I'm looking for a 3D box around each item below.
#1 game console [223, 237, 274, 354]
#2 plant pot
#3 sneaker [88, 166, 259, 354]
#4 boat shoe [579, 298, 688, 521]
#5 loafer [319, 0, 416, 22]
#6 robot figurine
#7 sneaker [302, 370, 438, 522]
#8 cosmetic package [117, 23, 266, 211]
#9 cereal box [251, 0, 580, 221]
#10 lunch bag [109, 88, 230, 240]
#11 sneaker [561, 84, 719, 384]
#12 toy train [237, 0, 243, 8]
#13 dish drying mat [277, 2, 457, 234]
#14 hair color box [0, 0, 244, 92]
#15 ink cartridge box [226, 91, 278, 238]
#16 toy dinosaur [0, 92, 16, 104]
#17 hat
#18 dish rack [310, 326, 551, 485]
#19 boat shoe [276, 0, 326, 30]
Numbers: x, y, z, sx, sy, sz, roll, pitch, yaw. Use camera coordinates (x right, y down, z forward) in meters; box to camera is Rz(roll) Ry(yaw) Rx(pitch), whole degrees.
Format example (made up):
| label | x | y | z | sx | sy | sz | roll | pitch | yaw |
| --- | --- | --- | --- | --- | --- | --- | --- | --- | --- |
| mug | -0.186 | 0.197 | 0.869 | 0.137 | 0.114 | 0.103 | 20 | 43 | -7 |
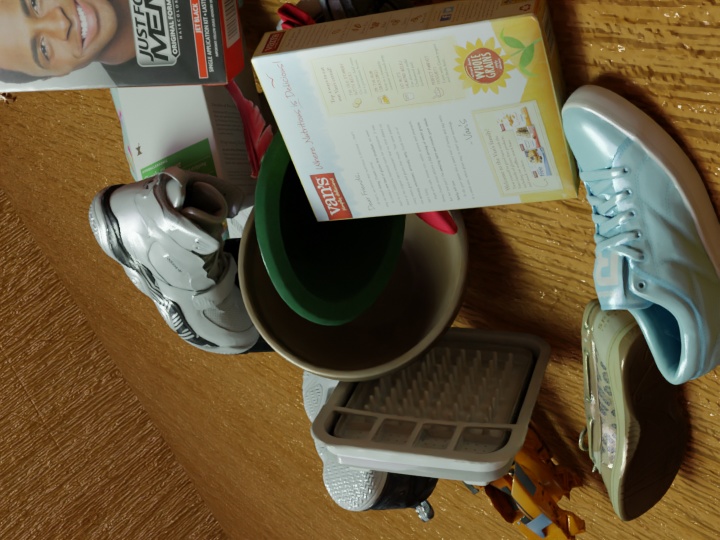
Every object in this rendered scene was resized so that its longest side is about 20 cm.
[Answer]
| label | x | y | z | sx | sy | sz | roll | pitch | yaw |
| --- | --- | --- | --- | --- | --- | --- | --- | --- | --- |
| game console | -0.038 | 0.024 | 1.159 | 0.117 | 0.196 | 0.178 | -95 | 3 | -62 |
| plant pot | 0.000 | 0.000 | 1.007 | 0.201 | 0.201 | 0.093 | 45 | 177 | 18 |
| sneaker | -0.135 | -0.008 | 1.010 | 0.114 | 0.076 | 0.200 | -20 | 123 | 38 |
| boat shoe | 0.207 | 0.109 | 0.901 | 0.063 | 0.073 | 0.202 | 38 | 146 | 46 |
| loafer | 0.045 | -0.144 | 0.847 | 0.062 | 0.072 | 0.201 | -5 | 130 | 45 |
| robot figurine | 0.130 | 0.161 | 1.079 | 0.200 | 0.058 | 0.145 | 49 | -158 | -15 |
| sneaker | 0.014 | 0.140 | 1.061 | 0.113 | 0.075 | 0.202 | 27 | -146 | -34 |
| cosmetic package | -0.155 | -0.150 | 1.072 | 0.107 | 0.084 | 0.203 | -20 | 83 | 34 |
| cereal box | 0.040 | -0.106 | 0.787 | 0.197 | 0.040 | 0.145 | -3 | 131 | 22 |
| lunch bag | -0.197 | -0.152 | 1.265 | 0.199 | 0.122 | 0.171 | 40 | 158 | 24 |
| sneaker | 0.176 | -0.017 | 0.730 | 0.201 | 0.082 | 0.074 | 55 | 159 | -8 |
| toy train | -0.122 | -0.284 | 0.947 | 0.199 | 0.085 | 0.115 | 27 | 139 | 50 |
| dish drying mat | 0.005 | -0.109 | 0.867 | 0.201 | 0.018 | 0.077 | 53 | 175 | -30 |
| hair color box | -0.193 | -0.192 | 0.879 | 0.061 | 0.196 | 0.103 | -68 | -25 | -67 |
| ink cartridge box | -0.070 | -0.062 | 1.187 | 0.147 | 0.085 | 0.201 | 44 | 157 | 23 |
| toy dinosaur | -0.241 | -0.235 | 0.959 | 0.135 | 0.200 | 0.103 | 30 | -161 | -37 |
| hat | -0.075 | -0.053 | 0.955 | 0.174 | 0.201 | 0.167 | -1 | 133 | 41 |
| dish rack | 0.064 | 0.112 | 0.964 | 0.169 | 0.200 | 0.044 | 3 | 117 | 19 |
| boat shoe | -0.032 | -0.185 | 0.940 | 0.057 | 0.069 | 0.200 | 47 | 166 | -4 |
